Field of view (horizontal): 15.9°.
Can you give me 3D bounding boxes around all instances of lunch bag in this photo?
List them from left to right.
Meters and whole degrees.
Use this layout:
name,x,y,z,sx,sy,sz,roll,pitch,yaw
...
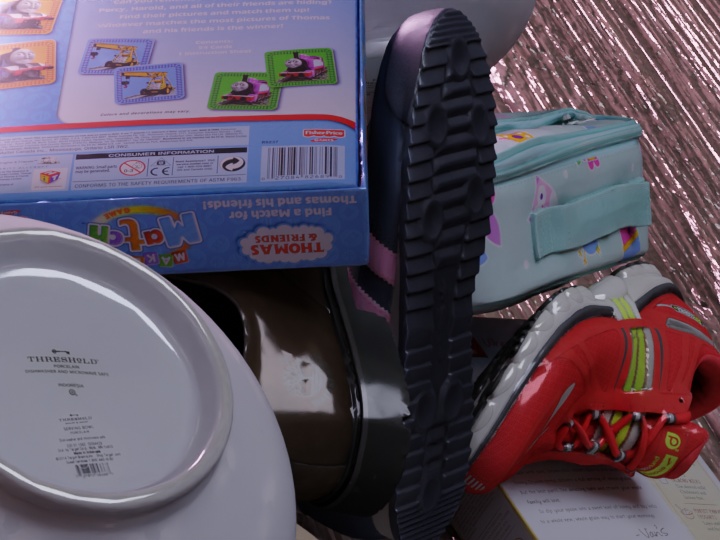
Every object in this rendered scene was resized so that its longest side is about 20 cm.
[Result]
name,x,y,z,sx,sy,sz,roll,pitch,yaw
lunch bag,0.033,-0.026,1.099,0.200,0.159,0.078,-20,103,-61

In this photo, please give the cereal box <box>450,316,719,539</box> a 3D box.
name,x,y,z,sx,sy,sz,roll,pitch,yaw
cereal box,0.098,0.099,1.101,0.143,0.040,0.200,5,39,-41

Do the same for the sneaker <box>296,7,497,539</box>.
name,x,y,z,sx,sy,sz,roll,pitch,yaw
sneaker,0.000,0.000,0.970,0.082,0.202,0.070,8,3,33

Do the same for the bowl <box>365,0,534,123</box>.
name,x,y,z,sx,sy,sz,roll,pitch,yaw
bowl,-0.001,-0.119,1.199,0.200,0.201,0.091,10,61,-39

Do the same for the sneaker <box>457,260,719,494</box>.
name,x,y,z,sx,sy,sz,roll,pitch,yaw
sneaker,0.102,0.053,1.062,0.085,0.077,0.200,46,33,12

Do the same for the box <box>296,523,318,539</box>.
name,x,y,z,sx,sy,sz,roll,pitch,yaw
box,-0.098,0.094,0.833,0.200,0.095,0.078,38,27,3

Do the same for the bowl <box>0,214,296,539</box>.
name,x,y,z,sx,sy,sz,roll,pitch,yaw
bowl,-0.096,0.052,0.727,0.200,0.091,0.202,17,44,-17

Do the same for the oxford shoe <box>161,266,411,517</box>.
name,x,y,z,sx,sy,sz,roll,pitch,yaw
oxford shoe,-0.049,-0.001,0.915,0.084,0.073,0.201,7,36,-27

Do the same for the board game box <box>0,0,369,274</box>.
name,x,y,z,sx,sy,sz,roll,pitch,yaw
board game box,-0.072,-0.069,0.933,0.150,0.037,0.201,-3,36,2
